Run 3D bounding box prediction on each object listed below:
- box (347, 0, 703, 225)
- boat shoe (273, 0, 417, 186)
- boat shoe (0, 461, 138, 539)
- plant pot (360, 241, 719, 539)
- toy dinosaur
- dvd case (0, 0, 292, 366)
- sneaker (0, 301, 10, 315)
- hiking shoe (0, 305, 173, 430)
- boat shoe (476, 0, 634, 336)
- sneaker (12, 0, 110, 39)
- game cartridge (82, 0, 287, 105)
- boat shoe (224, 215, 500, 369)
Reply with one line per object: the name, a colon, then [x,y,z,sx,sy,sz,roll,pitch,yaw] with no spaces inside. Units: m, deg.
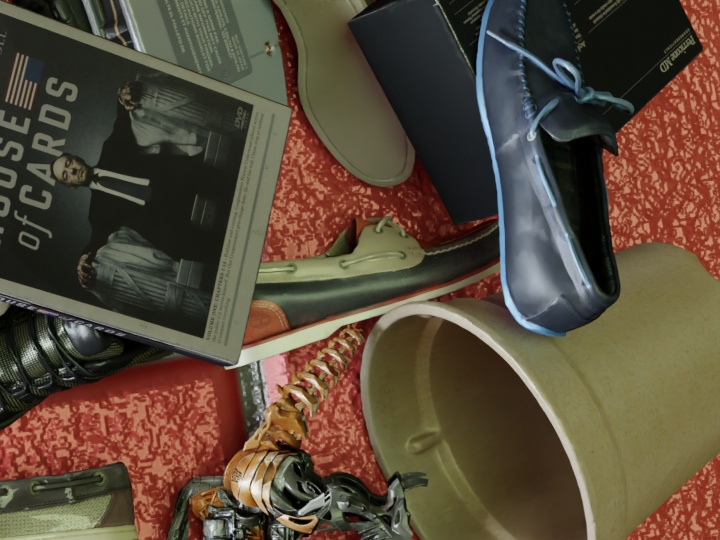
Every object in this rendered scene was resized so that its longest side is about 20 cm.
box: [0.103,-0.140,1.181,0.200,0.079,0.142,-41,106,-40]
boat shoe: [-0.008,-0.148,1.188,0.201,0.072,0.063,65,32,-20]
boat shoe: [-0.222,0.135,1.095,0.200,0.072,0.066,1,75,-20]
plant pot: [0.132,0.077,1.173,0.183,0.200,0.201,-26,95,-31]
toy dinosaur: [-0.037,0.136,1.140,0.135,0.102,0.201,20,113,1]
dvd case: [-0.140,-0.047,1.048,0.199,0.025,0.151,18,75,-27]
sneaker: [-0.239,0.004,1.049,0.200,0.080,0.084,-43,131,-20]
hiking shoe: [-0.176,0.035,1.094,0.199,0.101,0.076,-23,83,-22]
boat shoe: [0.116,-0.066,1.076,0.084,0.069,0.201,0,77,-42]
sneaker: [-0.163,-0.181,1.137,0.091,0.076,0.201,-27,99,-29]
game cartridge: [-0.107,-0.168,1.133,0.133,0.040,0.201,-31,108,-49]
boat shoe: [0.000,0.000,1.183,0.199,0.071,0.063,-18,89,-16]
